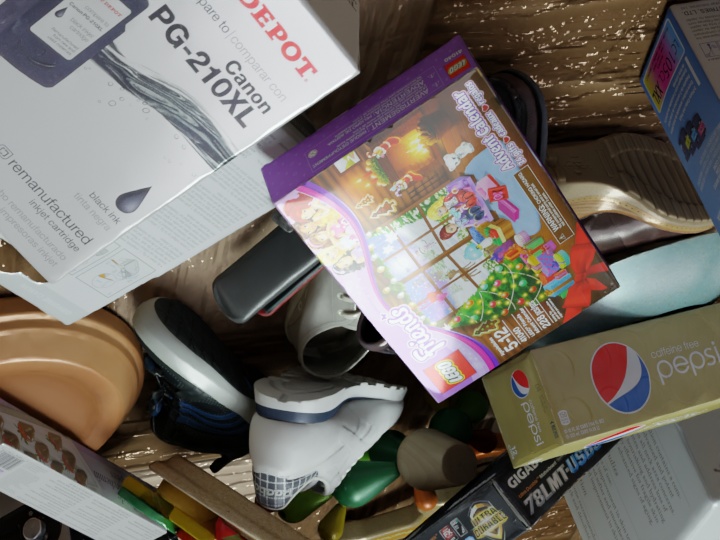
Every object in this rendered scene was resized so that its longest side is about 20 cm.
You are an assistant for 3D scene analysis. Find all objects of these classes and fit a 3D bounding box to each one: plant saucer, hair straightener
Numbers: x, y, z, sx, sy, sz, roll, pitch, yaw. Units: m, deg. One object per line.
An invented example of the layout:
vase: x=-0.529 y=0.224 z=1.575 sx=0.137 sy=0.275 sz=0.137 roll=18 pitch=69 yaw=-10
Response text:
plant saucer: x=-0.239 y=0.092 z=1.101 sx=0.198 sy=0.038 sz=0.201 roll=-15 pitch=146 yaw=-10
hair straightener: x=-0.017 y=-0.029 z=0.991 sx=0.199 sy=0.041 sz=0.077 roll=-34 pitch=172 yaw=27
plant saucer: x=0.193 y=0.027 z=1.181 sx=0.199 sy=0.039 sz=0.201 roll=-18 pitch=168 yaw=-4

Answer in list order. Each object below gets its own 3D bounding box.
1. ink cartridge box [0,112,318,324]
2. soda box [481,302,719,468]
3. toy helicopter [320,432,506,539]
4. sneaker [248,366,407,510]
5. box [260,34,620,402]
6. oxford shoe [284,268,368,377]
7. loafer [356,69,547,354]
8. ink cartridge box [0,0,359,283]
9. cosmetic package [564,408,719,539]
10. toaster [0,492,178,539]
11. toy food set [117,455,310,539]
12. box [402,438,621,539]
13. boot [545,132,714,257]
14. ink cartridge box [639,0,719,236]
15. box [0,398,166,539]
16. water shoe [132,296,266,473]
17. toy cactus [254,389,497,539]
ink cartridge box: x=-0.139 y=-0.058 z=0.946 sx=0.199 sy=0.050 sz=0.162 roll=-27 pitch=146 yaw=17
soda box: x=0.186 y=0.076 z=1.133 sx=0.199 sy=0.068 sz=0.064 roll=-11 pitch=165 yaw=-32
toy helicopter: x=0.062 y=0.212 z=1.419 sx=0.198 sy=0.080 sz=0.132 roll=-17 pitch=157 yaw=14
sneaker: x=-0.026 y=0.113 z=1.153 sx=0.076 sy=0.081 sz=0.200 roll=6 pitch=-176 yaw=24
box: x=0.051 y=-0.024 z=0.965 sx=0.136 sy=0.039 sz=0.200 roll=-33 pitch=129 yaw=9
oxford shoe: x=0.000 y=0.000 z=1.085 sx=0.074 sy=0.058 sz=0.201 roll=1 pitch=138 yaw=-23
loafer: x=0.055 y=-0.029 z=1.020 sx=0.063 sy=0.072 sz=0.201 roll=-10 pitch=130 yaw=-48
ink cartridge box: x=-0.118 y=-0.112 z=0.796 sx=0.199 sy=0.085 sz=0.145 roll=-33 pitch=118 yaw=17
cosmetic package: x=0.289 y=0.166 z=1.371 sx=0.165 sy=0.168 sz=0.201 roll=-4 pitch=143 yaw=-22
toaster: x=-0.203 y=0.263 z=1.234 sx=0.118 sy=0.182 sz=0.200 roll=-25 pitch=147 yaw=16
toy food set: x=-0.070 y=0.194 z=1.148 sx=0.049 sy=0.197 sz=0.200 roll=-57 pitch=139 yaw=-9
box: x=0.119 y=0.156 z=1.222 sx=0.198 sy=0.050 sz=0.200 roll=-33 pitch=171 yaw=-38
boot: x=0.133 y=-0.022 z=1.130 sx=0.198 sy=0.073 sz=0.166 roll=4 pitch=146 yaw=-29
ink cartridge box: x=0.273 y=-0.075 z=0.999 sx=0.135 sy=0.201 sz=0.077 roll=-11 pitch=145 yaw=-14
box: x=-0.203 y=0.143 z=1.123 sx=0.041 sy=0.039 sz=0.200 roll=-28 pitch=145 yaw=14
water shoe: x=-0.114 y=0.090 z=1.126 sx=0.079 sy=0.072 sz=0.200 roll=-35 pitch=145 yaw=4
toy cactus: x=0.031 y=0.149 z=1.238 sx=0.198 sy=0.103 sz=0.165 roll=-13 pitch=-175 yaw=-27
